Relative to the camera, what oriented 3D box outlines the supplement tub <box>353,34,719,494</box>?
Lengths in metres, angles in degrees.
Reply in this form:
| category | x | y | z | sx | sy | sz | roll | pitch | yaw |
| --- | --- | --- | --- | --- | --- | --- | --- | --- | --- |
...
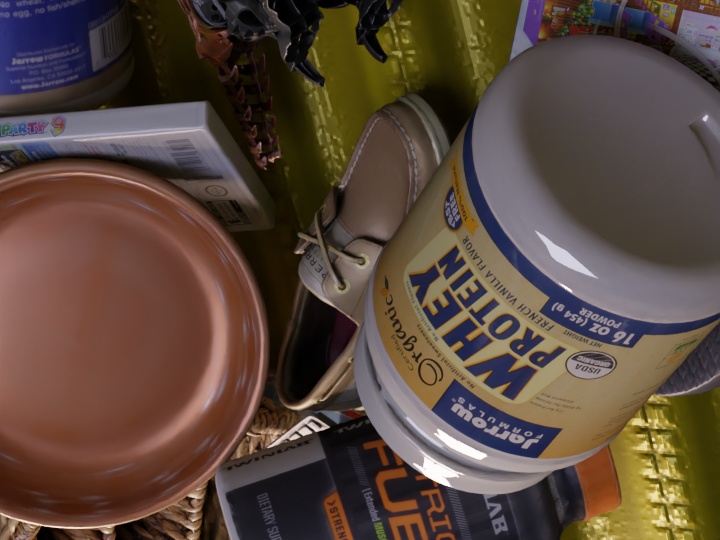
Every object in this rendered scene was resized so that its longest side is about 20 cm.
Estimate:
| category | x | y | z | sx | sy | sz | roll | pitch | yaw |
| --- | --- | --- | --- | --- | --- | --- | --- | --- | --- |
| supplement tub | 0.086 | 0.004 | 0.989 | 0.144 | 0.144 | 0.200 | 38 | 140 | 5 |

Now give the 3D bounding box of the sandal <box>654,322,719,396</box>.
| category | x | y | z | sx | sy | sz | roll | pitch | yaw |
| --- | --- | --- | --- | --- | --- | --- | --- | --- | --- |
| sandal | 0.184 | 0.014 | 1.015 | 0.200 | 0.043 | 0.077 | -21 | 75 | 58 |

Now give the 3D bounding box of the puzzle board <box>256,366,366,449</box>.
| category | x | y | z | sx | sy | sz | roll | pitch | yaw |
| --- | --- | --- | --- | --- | --- | --- | --- | --- | --- |
| puzzle board | -0.006 | 0.143 | 1.256 | 0.199 | 0.017 | 0.152 | 22 | 127 | 18 |

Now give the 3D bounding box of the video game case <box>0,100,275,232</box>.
| category | x | y | z | sx | sy | sz | roll | pitch | yaw |
| --- | --- | --- | --- | --- | --- | --- | --- | --- | --- |
| video game case | -0.157 | -0.047 | 1.131 | 0.198 | 0.018 | 0.143 | -4 | 160 | 11 |

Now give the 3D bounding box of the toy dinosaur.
| category | x | y | z | sx | sy | sz | roll | pitch | yaw |
| --- | --- | --- | --- | --- | --- | --- | --- | --- | --- |
| toy dinosaur | -0.049 | -0.153 | 1.066 | 0.135 | 0.102 | 0.201 | 21 | 147 | 39 |

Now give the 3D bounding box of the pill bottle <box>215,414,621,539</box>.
| category | x | y | z | sx | sy | sz | roll | pitch | yaw |
| --- | --- | --- | --- | --- | --- | --- | --- | --- | --- |
| pill bottle | 0.033 | 0.120 | 1.114 | 0.199 | 0.106 | 0.107 | -19 | 113 | -3 |

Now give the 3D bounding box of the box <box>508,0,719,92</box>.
| category | x | y | z | sx | sy | sz | roll | pitch | yaw |
| --- | --- | --- | --- | --- | --- | --- | --- | --- | --- |
| box | 0.172 | -0.116 | 0.971 | 0.199 | 0.039 | 0.138 | 24 | 129 | 17 |

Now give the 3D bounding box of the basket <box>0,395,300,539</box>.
| category | x | y | z | sx | sy | sz | roll | pitch | yaw |
| --- | --- | --- | --- | --- | --- | --- | --- | --- | --- |
| basket | -0.136 | 0.146 | 1.237 | 0.149 | 0.142 | 0.201 | 34 | 132 | 27 |

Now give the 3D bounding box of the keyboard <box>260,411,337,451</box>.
| category | x | y | z | sx | sy | sz | roll | pitch | yaw |
| --- | --- | --- | --- | --- | --- | --- | --- | --- | --- |
| keyboard | 0.033 | 0.146 | 1.197 | 0.200 | 0.011 | 0.056 | 37 | 125 | -18 |

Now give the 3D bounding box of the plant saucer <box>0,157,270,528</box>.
| category | x | y | z | sx | sy | sz | roll | pitch | yaw |
| --- | --- | --- | --- | --- | --- | --- | --- | --- | --- |
| plant saucer | -0.146 | 0.036 | 1.112 | 0.198 | 0.037 | 0.202 | -2 | 109 | -5 |

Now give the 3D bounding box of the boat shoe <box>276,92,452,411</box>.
| category | x | y | z | sx | sy | sz | roll | pitch | yaw |
| --- | --- | --- | --- | --- | --- | --- | --- | --- | --- |
| boat shoe | 0.000 | 0.000 | 1.115 | 0.074 | 0.066 | 0.201 | 50 | 141 | 40 |

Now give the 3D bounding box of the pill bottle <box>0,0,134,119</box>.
| category | x | y | z | sx | sy | sz | roll | pitch | yaw |
| --- | --- | --- | --- | --- | --- | --- | --- | --- | --- |
| pill bottle | -0.181 | -0.185 | 1.086 | 0.119 | 0.120 | 0.201 | 13 | 124 | 24 |
